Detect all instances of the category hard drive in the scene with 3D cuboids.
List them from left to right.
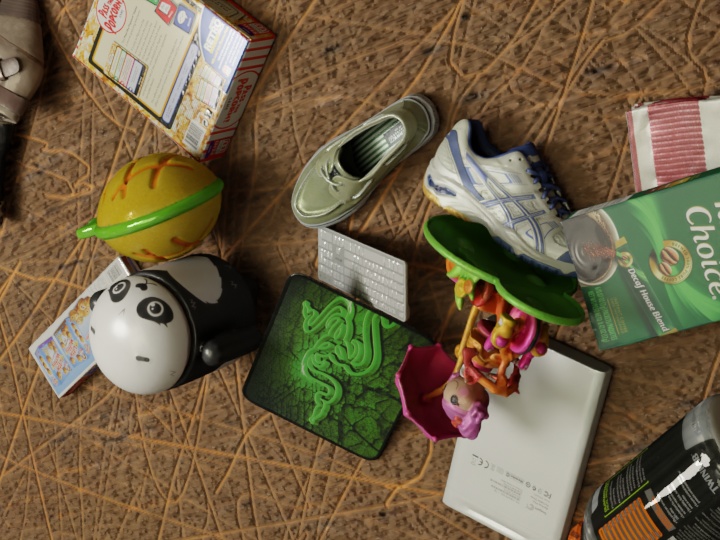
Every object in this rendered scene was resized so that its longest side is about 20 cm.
[{"bbox_3d":[0.157,0.159,1.536,0.131,0.027,0.202,24,115,28],"label":"hard drive"}]

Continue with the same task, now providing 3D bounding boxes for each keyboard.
[{"bbox_3d":[0.000,0.000,1.553,0.200,0.011,0.057,-155,57,-62],"label":"keyboard"}]

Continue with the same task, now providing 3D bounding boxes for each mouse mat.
[{"bbox_3d":[-0.025,0.100,1.595,0.159,0.008,0.201,26,132,1],"label":"mouse mat"}]

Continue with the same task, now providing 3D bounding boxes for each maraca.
[{"bbox_3d":[-0.217,-0.063,1.657,0.199,0.136,0.108,-4,108,57],"label":"maraca"}]

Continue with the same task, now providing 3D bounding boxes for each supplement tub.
[{"bbox_3d":[0.280,0.210,1.405,0.123,0.122,0.200,52,125,12],"label":"supplement tub"}]

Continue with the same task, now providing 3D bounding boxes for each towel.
[{"bbox_3d":[0.325,-0.078,1.363,0.198,0.023,0.146,-1,103,37],"label":"towel"}]

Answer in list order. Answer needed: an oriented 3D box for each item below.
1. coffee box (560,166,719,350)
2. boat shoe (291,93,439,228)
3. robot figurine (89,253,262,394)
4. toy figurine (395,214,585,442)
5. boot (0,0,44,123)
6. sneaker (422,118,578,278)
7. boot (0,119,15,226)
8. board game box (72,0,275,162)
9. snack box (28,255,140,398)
[{"bbox_3d":[0.278,-0.016,1.354,0.198,0.044,0.125,-15,94,27],"label":"coffee box"},{"bbox_3d":[-0.009,-0.106,1.560,0.200,0.062,0.072,-40,79,36],"label":"boat shoe"},{"bbox_3d":[-0.186,0.051,1.638,0.149,0.199,0.126,-27,86,36],"label":"robot figurine"},{"bbox_3d":[0.105,0.076,1.445,0.200,0.148,0.186,51,125,55],"label":"toy figurine"},{"bbox_3d":[-0.441,-0.240,1.793,0.198,0.070,0.148,8,80,24],"label":"boot"},{"bbox_3d":[0.149,-0.067,1.455,0.199,0.075,0.089,31,109,19],"label":"sneaker"},{"bbox_3d":[-0.484,-0.141,1.876,0.198,0.073,0.153,15,108,24],"label":"boot"},{"bbox_3d":[-0.197,-0.233,1.667,0.200,0.046,0.153,40,121,20],"label":"board game box"},{"bbox_3d":[-0.305,0.065,1.833,0.200,0.024,0.072,-41,79,35],"label":"snack box"}]
